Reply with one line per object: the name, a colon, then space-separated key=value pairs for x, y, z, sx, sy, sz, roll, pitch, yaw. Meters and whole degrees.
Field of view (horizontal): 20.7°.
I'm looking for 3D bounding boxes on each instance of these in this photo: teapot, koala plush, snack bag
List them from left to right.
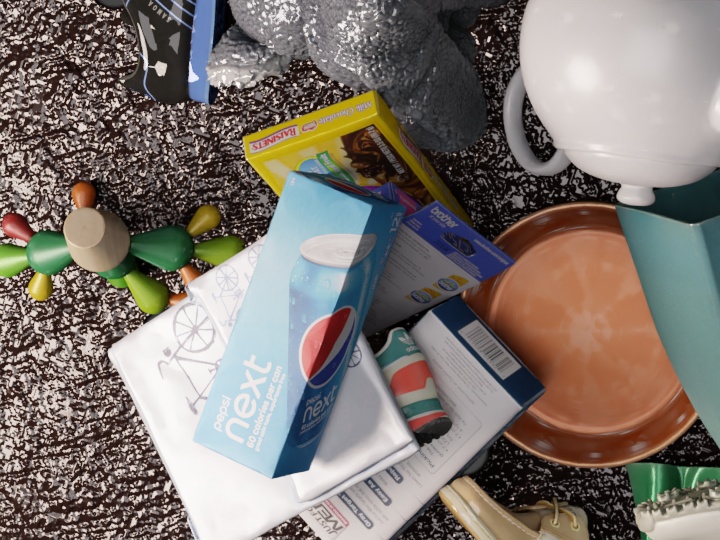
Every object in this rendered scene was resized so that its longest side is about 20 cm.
snack bag: x=-0.078 y=0.087 z=1.411 sx=0.200 sy=0.021 sz=0.189 roll=-31 pitch=80 yaw=23
koala plush: x=-0.015 y=-0.195 z=1.418 sx=0.200 sy=0.184 sz=0.178 roll=15 pitch=91 yaw=30
teapot: x=0.194 y=-0.118 z=1.362 sx=0.197 sy=0.200 sz=0.146 roll=8 pitch=95 yaw=6

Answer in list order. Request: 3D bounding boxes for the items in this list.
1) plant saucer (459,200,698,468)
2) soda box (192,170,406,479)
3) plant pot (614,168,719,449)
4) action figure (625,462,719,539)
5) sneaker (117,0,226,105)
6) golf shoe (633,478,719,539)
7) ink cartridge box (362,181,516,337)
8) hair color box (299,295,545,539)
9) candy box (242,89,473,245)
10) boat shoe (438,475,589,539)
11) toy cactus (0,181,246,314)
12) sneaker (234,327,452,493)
plant saucer: x=0.171 y=0.047 z=1.473 sx=0.200 sy=0.032 sz=0.201 roll=2 pitch=98 yaw=12
soda box: x=-0.041 y=0.036 z=1.347 sx=0.068 sy=0.064 sz=0.200 roll=24 pitch=100 yaw=21
plant pot: x=0.287 y=0.034 z=1.375 sx=0.141 sy=0.141 sz=0.200 roll=-18 pitch=102 yaw=-12
action figure: x=0.246 y=0.244 z=1.444 sx=0.118 sy=0.055 sz=0.200 roll=1 pitch=79 yaw=31
sneaker: x=-0.139 y=-0.225 z=1.481 sx=0.078 sy=0.070 sz=0.200 roll=7 pitch=100 yaw=6
golf shoe: x=0.293 y=0.191 z=1.382 sx=0.200 sy=0.078 sz=0.097 roll=-3 pitch=92 yaw=2
ink cartridge box: x=0.000 y=0.000 z=1.448 sx=0.200 sy=0.119 sz=0.042 roll=-24 pitch=54 yaw=25
hair color box: x=0.034 y=0.124 z=1.479 sx=0.100 sy=0.061 sz=0.200 roll=47 pitch=115 yaw=9
candy box: x=0.003 y=-0.056 z=1.422 sx=0.102 sy=0.200 sz=0.026 roll=-17 pitch=59 yaw=17
boat shoe: x=0.143 y=0.204 z=1.467 sx=0.200 sy=0.074 sz=0.069 roll=40 pitch=91 yaw=-25
toy cactus: x=-0.184 y=-0.023 z=1.481 sx=0.200 sy=0.165 sz=0.102 roll=9 pitch=80 yaw=6
sneaker: x=-0.031 y=0.104 z=1.442 sx=0.200 sy=0.070 sz=0.094 roll=-22 pitch=77 yaw=27
